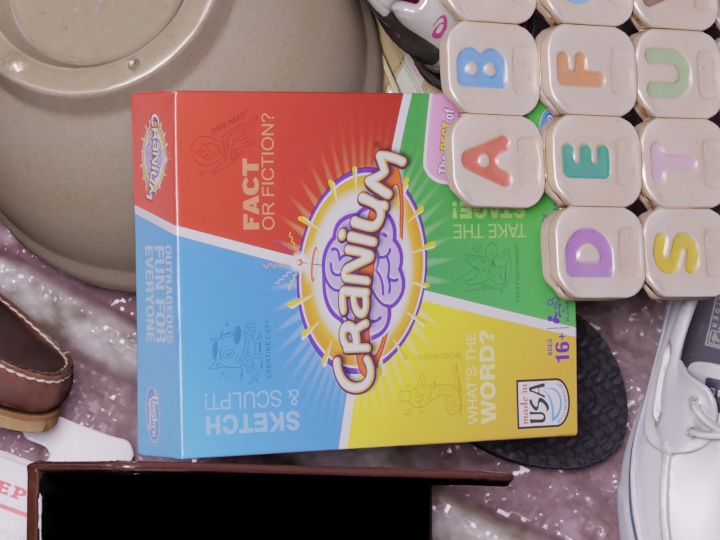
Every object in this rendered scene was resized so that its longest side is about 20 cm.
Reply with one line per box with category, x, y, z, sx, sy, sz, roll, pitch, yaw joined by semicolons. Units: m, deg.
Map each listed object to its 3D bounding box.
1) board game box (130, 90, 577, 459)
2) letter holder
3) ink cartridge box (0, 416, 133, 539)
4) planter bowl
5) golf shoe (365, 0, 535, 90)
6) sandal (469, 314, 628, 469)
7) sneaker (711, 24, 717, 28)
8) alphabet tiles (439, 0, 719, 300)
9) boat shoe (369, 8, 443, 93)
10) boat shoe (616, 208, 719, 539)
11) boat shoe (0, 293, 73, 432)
board game box;0.000;0.000;1.278;0.200;0.040;0.153;-2;91;-31
letter holder;-0.017;0.128;1.227;0.200;0.142;0.101;4;82;-33
ink cartridge box;-0.182;0.138;1.294;0.115;0.068;0.200;19;70;2
planter bowl;-0.101;-0.105;1.327;0.200;0.135;0.201;-4;70;12
golf shoe;0.010;-0.175;1.346;0.077;0.088;0.200;-37;64;13
sandal;0.029;0.038;1.358;0.200;0.045;0.075;16;84;-16
sneaker;0.104;-0.168;1.427;0.200;0.089;0.074;28;93;0
alphabet tiles;0.119;-0.087;1.321;0.195;0.015;0.201;1;84;-32
boat shoe;0.027;-0.085;1.401;0.066;0.074;0.200;-23;67;13
boat shoe;0.160;0.061;1.360;0.073;0.065;0.201;6;70;-4
boat shoe;-0.212;-0.001;1.330;0.200;0.070;0.070;29;106;3
